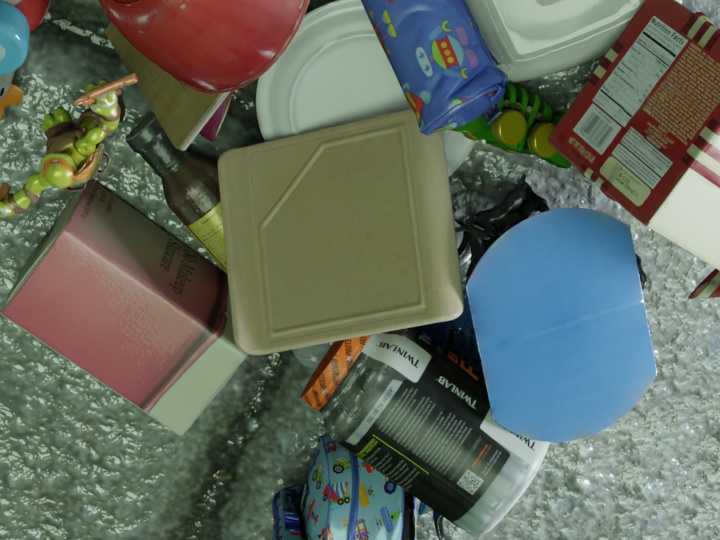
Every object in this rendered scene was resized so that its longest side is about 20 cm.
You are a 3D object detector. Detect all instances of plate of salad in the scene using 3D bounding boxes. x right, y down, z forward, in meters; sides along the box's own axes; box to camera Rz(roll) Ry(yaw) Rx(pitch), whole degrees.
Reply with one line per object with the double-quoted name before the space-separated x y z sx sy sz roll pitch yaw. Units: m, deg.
"plate of salad" 0.009 -0.149 1.576 0.199 0.048 0.201 0 120 0

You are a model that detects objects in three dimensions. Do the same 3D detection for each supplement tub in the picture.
"supplement tub" 0.055 0.129 1.571 0.200 0.123 0.123 35 111 -4

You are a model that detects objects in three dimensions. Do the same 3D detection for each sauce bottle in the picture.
"sauce bottle" -0.130 -0.056 1.618 0.065 0.065 0.200 -34 110 16

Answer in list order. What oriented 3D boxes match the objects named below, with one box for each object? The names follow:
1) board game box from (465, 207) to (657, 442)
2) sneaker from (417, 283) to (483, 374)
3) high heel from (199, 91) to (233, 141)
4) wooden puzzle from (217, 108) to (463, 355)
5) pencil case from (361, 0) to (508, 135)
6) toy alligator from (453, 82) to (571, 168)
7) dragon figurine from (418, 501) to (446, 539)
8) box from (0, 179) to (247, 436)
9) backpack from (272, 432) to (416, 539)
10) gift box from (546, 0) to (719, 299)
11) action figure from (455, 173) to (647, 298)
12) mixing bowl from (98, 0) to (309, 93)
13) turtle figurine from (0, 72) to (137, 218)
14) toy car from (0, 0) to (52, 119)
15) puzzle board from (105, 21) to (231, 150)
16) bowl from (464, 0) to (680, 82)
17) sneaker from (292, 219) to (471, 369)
"board game box" 0.165 0.045 1.539 0.157 0.039 0.201 -17 103 -16
"sneaker" 0.123 0.073 1.638 0.199 0.111 0.077 10 114 -2
"high heel" -0.090 -0.196 1.547 0.200 0.067 0.096 -33 98 21
"wooden puzzle" -0.017 -0.032 1.539 0.199 0.037 0.186 -10 76 14
"pencil case" 0.051 -0.209 1.476 0.087 0.078 0.201 -26 84 8
"toy alligator" 0.155 -0.125 1.566 0.199 0.059 0.054 15 90 -33
"dragon figurine" 0.088 0.203 1.704 0.059 0.100 0.201 13 114 -3
"box" -0.204 0.031 1.627 0.200 0.128 0.109 35 110 -13
"backpack" -0.015 0.241 1.683 0.134 0.183 0.201 4 111 -6
"gift box" 0.283 -0.094 1.497 0.186 0.185 0.200 25 110 -38
"action figure" 0.149 -0.013 1.592 0.199 0.102 0.119 26 88 -26
"mixing bowl" -0.144 -0.249 1.450 0.108 0.200 0.200 7 124 -49
"turtle figurine" -0.241 -0.110 1.547 0.064 0.161 0.200 40 110 -14
"toy car" -0.330 -0.197 1.536 0.176 0.185 0.200 -7 143 5
"puzzle board" -0.126 -0.222 1.512 0.017 0.151 0.200 8 131 -49
"bowl" 0.162 -0.260 1.509 0.199 0.075 0.200 -20 112 10
"sneaker" 0.000 0.000 1.616 0.200 0.075 0.115 -35 130 12
